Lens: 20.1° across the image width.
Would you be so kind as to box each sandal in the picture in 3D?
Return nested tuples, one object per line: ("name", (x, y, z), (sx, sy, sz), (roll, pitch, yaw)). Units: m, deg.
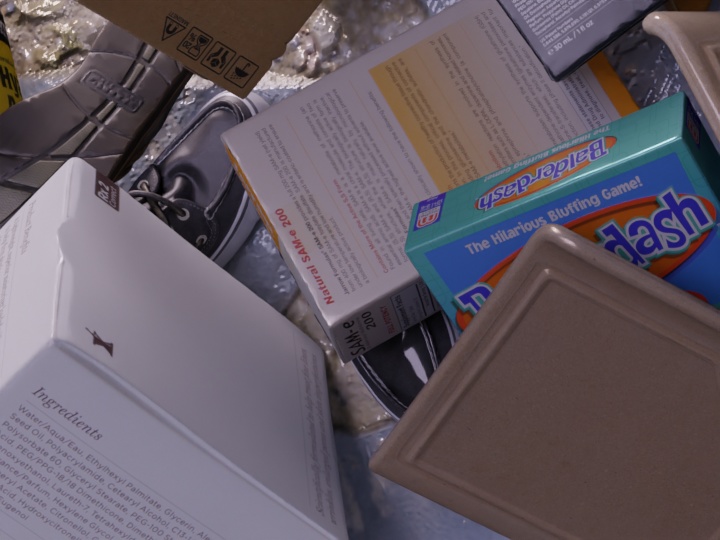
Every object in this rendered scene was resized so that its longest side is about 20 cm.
("sandal", (-0.161, -0.088, 1.220), (0.081, 0.055, 0.200), (31, 68, 14))

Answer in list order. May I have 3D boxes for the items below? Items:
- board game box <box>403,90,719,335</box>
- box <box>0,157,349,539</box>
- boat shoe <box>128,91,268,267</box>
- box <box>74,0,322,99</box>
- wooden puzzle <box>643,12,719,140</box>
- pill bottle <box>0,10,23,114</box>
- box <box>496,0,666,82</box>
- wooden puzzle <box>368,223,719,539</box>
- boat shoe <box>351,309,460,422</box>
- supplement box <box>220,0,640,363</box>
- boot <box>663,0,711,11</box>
("board game box", (0.136, 0.026, 1.008), (0.151, 0.045, 0.200), (-23, 118, 25))
("box", (-0.124, 0.079, 1.084), (0.131, 0.200, 0.199), (-43, 24, 18))
("boat shoe", (-0.123, -0.021, 1.201), (0.070, 0.066, 0.200), (42, 105, 24))
("box", (-0.082, -0.194, 1.052), (0.164, 0.200, 0.021), (-50, 44, 12))
("wooden puzzle", (0.233, -0.040, 0.952), (0.037, 0.184, 0.201), (-46, 63, 39))
("pill bottle", (-0.271, -0.118, 1.275), (0.111, 0.111, 0.201), (-22, 76, 25))
("box", (0.136, -0.208, 0.996), (0.200, 0.079, 0.141), (-36, 92, 10))
("wooden puzzle", (0.125, 0.076, 0.999), (0.184, 0.037, 0.200), (27, 131, -9))
("boat shoe", (0.000, 0.000, 1.141), (0.070, 0.066, 0.201), (-28, 72, 24))
("supplement box", (0.044, -0.058, 1.082), (0.199, 0.074, 0.126), (-29, 71, -2))
("boot", (0.221, -0.230, 1.046), (0.143, 0.071, 0.203), (-1, 89, 22))
